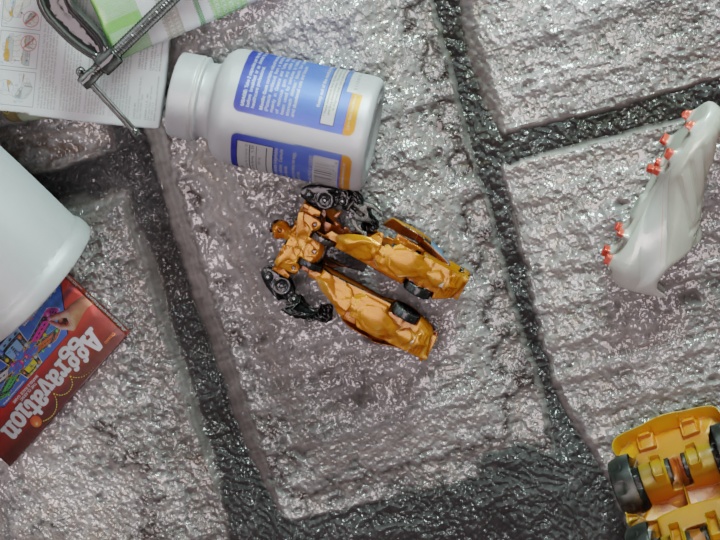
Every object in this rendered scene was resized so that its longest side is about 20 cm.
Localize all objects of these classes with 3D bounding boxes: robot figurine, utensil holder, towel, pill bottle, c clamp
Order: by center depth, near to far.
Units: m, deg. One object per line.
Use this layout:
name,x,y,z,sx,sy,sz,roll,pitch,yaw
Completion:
c clamp,-0.211,-0.257,1.526,0.171,0.027,0.200,41,95,-16
towel,-0.171,-0.304,1.543,0.198,0.031,0.150,-26,108,-8
pill bottle,-0.083,-0.151,1.566,0.198,0.112,0.113,13,104,5
utensil holder,-0.391,-0.048,1.575,0.170,0.170,0.200,-40,110,14
robot figurine,0.000,0.000,1.616,0.199,0.058,0.146,28,104,0

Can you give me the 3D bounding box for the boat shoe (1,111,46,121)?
boat shoe,-0.365,-0.232,1.590,0.066,0.074,0.201,-15,113,23

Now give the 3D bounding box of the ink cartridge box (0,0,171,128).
ink cartridge box,-0.283,-0.230,1.572,0.198,0.057,0.164,6,103,-12

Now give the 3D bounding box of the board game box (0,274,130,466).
board game box,-0.342,0.101,1.703,0.103,0.019,0.200,42,104,-4

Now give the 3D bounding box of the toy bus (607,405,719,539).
toy bus,0.339,0.265,1.594,0.134,0.201,0.193,-20,135,12

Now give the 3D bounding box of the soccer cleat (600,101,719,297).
soccer cleat,0.305,-0.067,1.562,0.077,0.069,0.201,25,111,-4
